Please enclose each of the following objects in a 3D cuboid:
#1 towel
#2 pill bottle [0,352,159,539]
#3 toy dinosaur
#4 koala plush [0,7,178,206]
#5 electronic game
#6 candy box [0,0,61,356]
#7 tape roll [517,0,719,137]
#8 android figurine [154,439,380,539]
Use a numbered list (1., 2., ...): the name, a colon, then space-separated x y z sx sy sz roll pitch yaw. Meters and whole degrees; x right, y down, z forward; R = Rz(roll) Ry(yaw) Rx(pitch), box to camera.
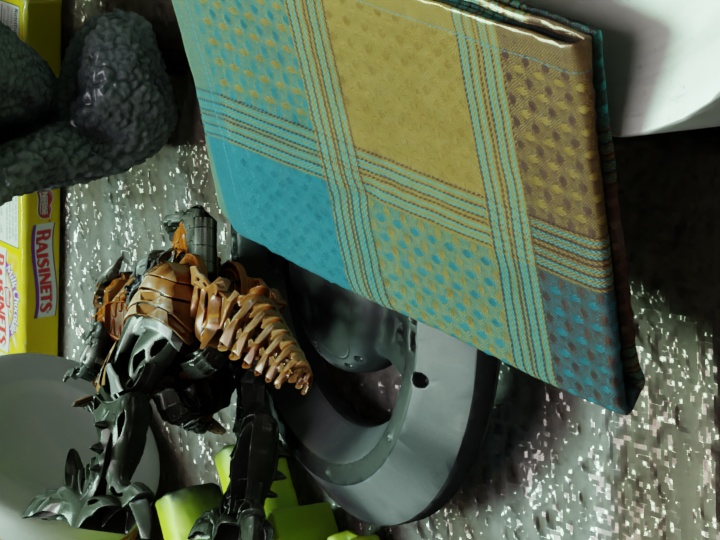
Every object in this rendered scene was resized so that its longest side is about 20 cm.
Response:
1. towel: 0.012 -0.044 0.804 0.200 0.022 0.147 24 138 41
2. pill bottle: -0.177 0.142 1.160 0.112 0.112 0.200 59 140 29
3. toy dinosaur: -0.074 0.039 0.949 0.200 0.102 0.136 140 140 -84
4. koala plush: -0.203 -0.131 1.034 0.177 0.183 0.201 7 111 39
5. electronic game: 0.000 0.000 0.933 0.200 0.041 0.201 25 119 59
6. candy box: -0.185 -0.047 1.204 0.102 0.026 0.201 22 115 48
7. tape roll: 0.098 -0.144 0.738 0.202 0.071 0.204 18 112 53
8. android figurine: -0.035 0.179 1.023 0.182 0.041 0.201 -41 61 50
